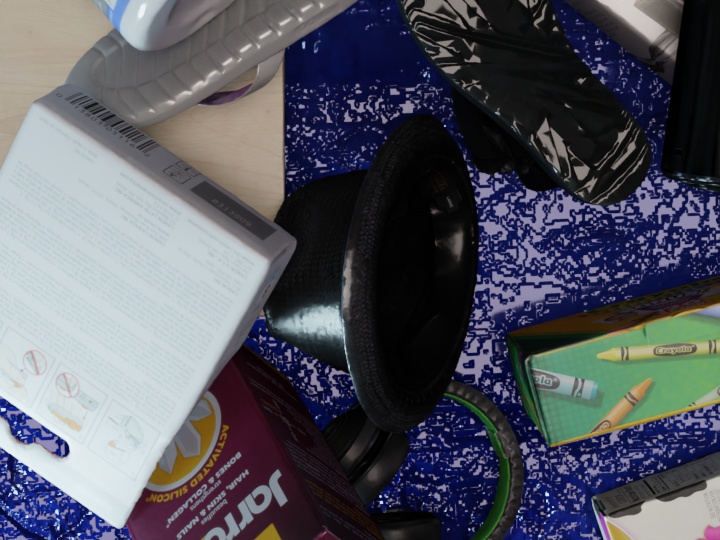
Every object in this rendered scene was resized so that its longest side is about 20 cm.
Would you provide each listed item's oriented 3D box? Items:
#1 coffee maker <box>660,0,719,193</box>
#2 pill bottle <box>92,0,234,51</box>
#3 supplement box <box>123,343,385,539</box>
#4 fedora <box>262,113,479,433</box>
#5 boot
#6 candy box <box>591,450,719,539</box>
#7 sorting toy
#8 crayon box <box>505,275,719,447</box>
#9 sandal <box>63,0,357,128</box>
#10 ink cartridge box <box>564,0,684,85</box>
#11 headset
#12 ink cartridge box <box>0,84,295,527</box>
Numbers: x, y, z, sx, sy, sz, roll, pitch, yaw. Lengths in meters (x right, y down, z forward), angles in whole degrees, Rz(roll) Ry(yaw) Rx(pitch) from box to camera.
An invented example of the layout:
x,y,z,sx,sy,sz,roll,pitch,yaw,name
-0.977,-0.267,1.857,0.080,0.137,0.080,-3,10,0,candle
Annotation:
x,y,z,sx,sy,sz,roll,pitch,yaw,name
0.219,-0.144,1.074,0.191,0.135,0.202,7,96,22,coffee maker
-0.143,-0.229,1.048,0.114,0.114,0.200,-41,83,2,pill bottle
-0.069,0.138,1.118,0.110,0.200,0.086,-43,132,7,supplement box
0.000,0.000,1.134,0.091,0.200,0.202,2,95,23,fedora
0.075,-0.120,1.117,0.076,0.168,0.200,-43,103,-4,boot
0.261,0.177,1.203,0.199,0.061,0.137,-20,95,1,candy box
-0.145,-0.074,1.172,0.198,0.070,0.201,0,95,-2,sorting toy
0.194,0.046,1.162,0.198,0.119,0.059,-15,95,0,crayon box
-0.076,-0.126,1.106,0.202,0.083,0.050,-26,137,8,sandal
0.232,-0.176,1.163,0.199,0.083,0.147,36,94,-4,ink cartridge box
0.003,0.144,1.203,0.199,0.094,0.124,-24,96,-14,headset
-0.149,0.022,1.086,0.160,0.047,0.201,34,116,7,ink cartridge box
